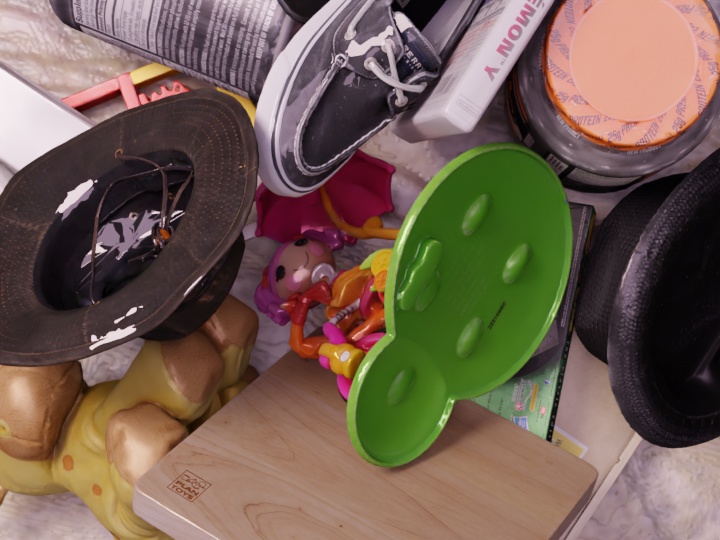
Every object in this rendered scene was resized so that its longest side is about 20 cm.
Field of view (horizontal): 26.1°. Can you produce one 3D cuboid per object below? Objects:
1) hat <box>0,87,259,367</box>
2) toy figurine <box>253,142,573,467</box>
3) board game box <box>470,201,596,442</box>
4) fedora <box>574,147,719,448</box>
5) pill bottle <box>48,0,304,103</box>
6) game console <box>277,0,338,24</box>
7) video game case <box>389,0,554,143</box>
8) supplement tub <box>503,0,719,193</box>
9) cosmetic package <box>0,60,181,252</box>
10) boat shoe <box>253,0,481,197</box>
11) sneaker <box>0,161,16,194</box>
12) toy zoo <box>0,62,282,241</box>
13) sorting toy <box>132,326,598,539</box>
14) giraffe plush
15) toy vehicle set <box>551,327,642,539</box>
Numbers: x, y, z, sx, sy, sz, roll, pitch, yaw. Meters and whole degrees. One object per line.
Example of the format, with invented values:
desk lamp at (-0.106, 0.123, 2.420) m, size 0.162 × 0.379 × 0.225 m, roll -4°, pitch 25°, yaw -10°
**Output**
hat at (-0.126, -0.008, 0.886) m, size 0.199 × 0.081 × 0.202 m, roll -19°, pitch 48°, yaw 22°
toy figurine at (0.000, 0.000, 0.942) m, size 0.183 × 0.150 × 0.201 m, roll 21°, pitch 74°, yaw 45°
board game box at (0.080, 0.050, 0.983) m, size 0.103 × 0.023 × 0.203 m, roll 11°, pitch 84°, yaw 16°
fedora at (0.199, 0.006, 0.959) m, size 0.199 × 0.091 × 0.203 m, roll -13°, pitch 112°, yaw -35°
pill bottle at (-0.122, -0.185, 0.971) m, size 0.198 × 0.106 × 0.107 m, roll 23°, pitch 90°, yaw 8°
game console at (0.001, -0.273, 0.906) m, size 0.118 × 0.172 × 0.199 m, roll 37°, pitch 54°, yaw 26°
video game case at (0.086, -0.157, 0.903) m, size 0.023 × 0.200 × 0.183 m, roll 32°, pitch 89°, yaw -7°
supplement tub at (0.149, -0.113, 0.924) m, size 0.121 × 0.200 × 0.124 m, roll 0°, pitch 88°, yaw 2°
cosmetic package at (-0.179, -0.070, 0.975) m, size 0.199 × 0.083 × 0.051 m, roll 34°, pitch 90°, yaw 3°
boat shoe at (0.015, -0.124, 0.887) m, size 0.201 × 0.067 × 0.072 m, roll -53°, pitch 128°, yaw -15°
sneaker at (-0.308, -0.062, 0.996) m, size 0.198 × 0.081 × 0.077 m, roll 21°, pitch 101°, yaw 5°
toy zoo at (-0.136, -0.066, 1.025) m, size 0.198 × 0.020 × 0.133 m, roll -21°, pitch 88°, yaw 1°
sorting toy at (0.004, 0.144, 0.892) m, size 0.198 × 0.199 × 0.070 m, roll 27°, pitch 127°, yaw 20°
giraffe plush at (-0.166, 0.098, 0.975) m, size 0.160 × 0.173 × 0.202 m, roll 19°, pitch 124°, yaw 13°
toy vehicle set at (0.101, 0.117, 1.008) m, size 0.124 × 0.027 × 0.201 m, roll 34°, pitch 90°, yaw 3°
